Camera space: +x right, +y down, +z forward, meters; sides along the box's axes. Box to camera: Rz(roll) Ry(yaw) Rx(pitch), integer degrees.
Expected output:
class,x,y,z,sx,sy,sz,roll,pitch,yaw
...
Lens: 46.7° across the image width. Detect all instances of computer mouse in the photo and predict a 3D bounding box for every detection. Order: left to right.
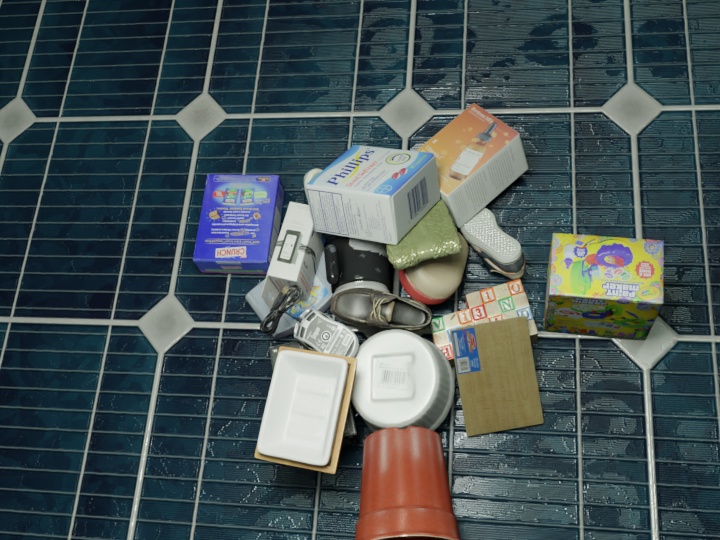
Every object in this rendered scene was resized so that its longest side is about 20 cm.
class,x,y,z,sx,sy,sz,roll,pitch,yaw
computer mouse,-0.087,0.114,1.573,0.198,0.044,0.111,31,83,19

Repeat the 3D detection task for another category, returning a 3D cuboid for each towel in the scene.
class,x,y,z,sx,sy,sz,roll,pitch,yaw
towel,0.111,-0.072,1.589,0.145,0.037,0.201,-15,31,-1

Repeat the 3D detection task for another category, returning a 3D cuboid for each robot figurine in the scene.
class,x,y,z,sx,sy,sz,roll,pitch,yaw
robot figurine,-0.002,0.000,1.662,0.146,0.125,0.205,0,68,-7

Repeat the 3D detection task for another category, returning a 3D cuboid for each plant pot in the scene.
class,x,y,z,sx,sy,sz,roll,pitch,yaw
plant pot,0.079,0.396,1.476,0.195,0.202,0.199,-6,58,7

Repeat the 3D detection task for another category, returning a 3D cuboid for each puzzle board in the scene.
class,x,y,z,sx,sy,sz,roll,pitch,yaw
puzzle board,0.256,0.198,1.573,0.147,0.017,0.205,-10,90,4

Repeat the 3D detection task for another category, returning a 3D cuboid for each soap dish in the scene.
class,x,y,z,sx,sy,sz,roll,pitch,yaw
soap dish,-0.091,0.248,1.485,0.154,0.081,0.205,6,72,19

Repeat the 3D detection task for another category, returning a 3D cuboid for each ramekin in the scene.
class,x,y,z,sx,sy,sz,roll,pitch,yaw
ramekin,0.070,0.208,1.546,0.195,0.098,0.206,-6,70,17

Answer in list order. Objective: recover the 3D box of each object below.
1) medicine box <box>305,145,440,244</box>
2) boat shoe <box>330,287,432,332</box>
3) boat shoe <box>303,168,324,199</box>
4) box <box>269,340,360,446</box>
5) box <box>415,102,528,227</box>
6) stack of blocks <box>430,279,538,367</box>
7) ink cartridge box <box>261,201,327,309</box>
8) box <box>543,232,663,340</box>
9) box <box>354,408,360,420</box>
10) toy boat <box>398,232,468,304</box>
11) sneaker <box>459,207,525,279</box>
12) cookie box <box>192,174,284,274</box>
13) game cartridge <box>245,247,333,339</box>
class,x,y,z,sx,sy,sz,roll,pitch,yaw
medicine box,0.026,-0.151,1.611,0.196,0.105,0.182,11,38,31
boat shoe,0.043,0.070,1.549,0.195,0.073,0.077,7,81,-11
boat shoe,-0.081,-0.154,1.717,0.071,0.201,0.071,34,82,29
box,-0.088,0.236,1.586,0.138,0.079,0.204,-12,66,0
box,0.219,-0.218,1.719,0.199,0.107,0.152,-40,49,-8
stack of blocks,0.235,0.106,1.629,0.195,0.059,0.118,-17,66,3
ink cartridge box,-0.130,-0.018,1.675,0.066,0.116,0.204,11,71,14
box,0.446,0.033,1.550,0.195,0.193,0.125,5,68,11
box,-0.073,0.272,1.630,0.199,0.033,0.121,-40,67,-7
toy boat,0.130,-0.004,1.664,0.129,0.131,0.201,34,37,-6
sneaker,0.263,-0.053,1.687,0.077,0.080,0.201,-30,41,-3
cookie box,-0.259,-0.099,1.789,0.167,0.075,0.205,2,68,10
game cartridge,-0.127,0.044,1.731,0.199,0.041,0.134,-39,71,-7
